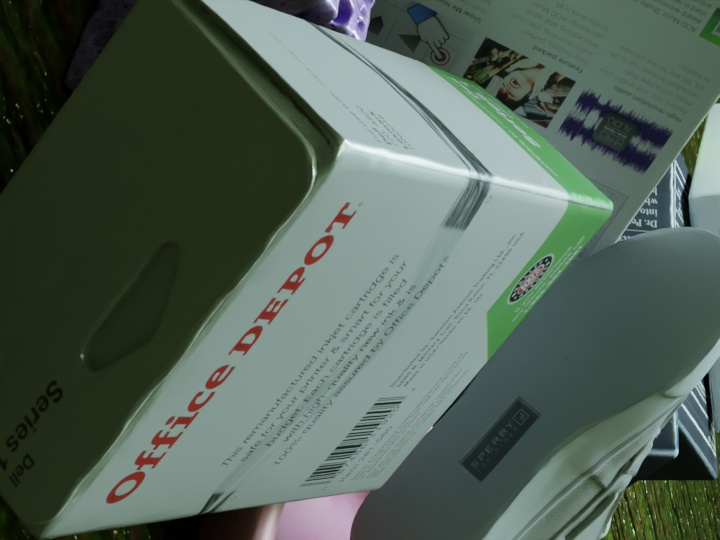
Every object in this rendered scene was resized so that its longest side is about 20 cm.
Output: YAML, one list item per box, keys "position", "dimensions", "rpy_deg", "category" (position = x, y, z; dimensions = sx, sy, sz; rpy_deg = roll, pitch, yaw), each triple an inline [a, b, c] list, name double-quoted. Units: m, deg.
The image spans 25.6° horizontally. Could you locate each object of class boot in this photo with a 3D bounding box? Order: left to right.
- position: [0.085, 0.072, 0.659]
  dimensions: [0.074, 0.200, 0.096]
  rpy_deg: [48, -1, 35]
  category: "boot"

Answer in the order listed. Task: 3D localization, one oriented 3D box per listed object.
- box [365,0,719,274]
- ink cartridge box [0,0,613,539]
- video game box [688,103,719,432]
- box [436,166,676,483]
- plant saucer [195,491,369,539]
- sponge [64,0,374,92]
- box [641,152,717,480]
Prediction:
- position: [0.050, -0.062, 0.639]
  dimensions: [0.200, 0.144, 0.036]
  rpy_deg: [-59, -171, 35]
  category: "box"
- position: [-0.024, 0.001, 0.509]
  dimensions: [0.084, 0.146, 0.200]
  rpy_deg: [46, 18, 24]
  category: "ink cartridge box"
- position: [0.278, -0.008, 1.164]
  dimensions: [0.200, 0.047, 0.183]
  rpy_deg: [-57, 138, -61]
  category: "video game box"
- position: [0.095, 0.011, 0.835]
  dimensions: [0.148, 0.107, 0.200]
  rpy_deg: [108, -15, -73]
  category: "box"
- position: [-0.013, 0.149, 0.665]
  dimensions: [0.200, 0.051, 0.201]
  rpy_deg: [12, 76, -60]
  category: "plant saucer"
- position: [-0.036, -0.147, 0.602]
  dimensions: [0.030, 0.111, 0.200]
  rpy_deg: [50, 39, -40]
  category: "sponge"
- position: [0.177, 0.034, 1.112]
  dimensions: [0.200, 0.123, 0.199]
  rpy_deg: [43, 46, -63]
  category: "box"
